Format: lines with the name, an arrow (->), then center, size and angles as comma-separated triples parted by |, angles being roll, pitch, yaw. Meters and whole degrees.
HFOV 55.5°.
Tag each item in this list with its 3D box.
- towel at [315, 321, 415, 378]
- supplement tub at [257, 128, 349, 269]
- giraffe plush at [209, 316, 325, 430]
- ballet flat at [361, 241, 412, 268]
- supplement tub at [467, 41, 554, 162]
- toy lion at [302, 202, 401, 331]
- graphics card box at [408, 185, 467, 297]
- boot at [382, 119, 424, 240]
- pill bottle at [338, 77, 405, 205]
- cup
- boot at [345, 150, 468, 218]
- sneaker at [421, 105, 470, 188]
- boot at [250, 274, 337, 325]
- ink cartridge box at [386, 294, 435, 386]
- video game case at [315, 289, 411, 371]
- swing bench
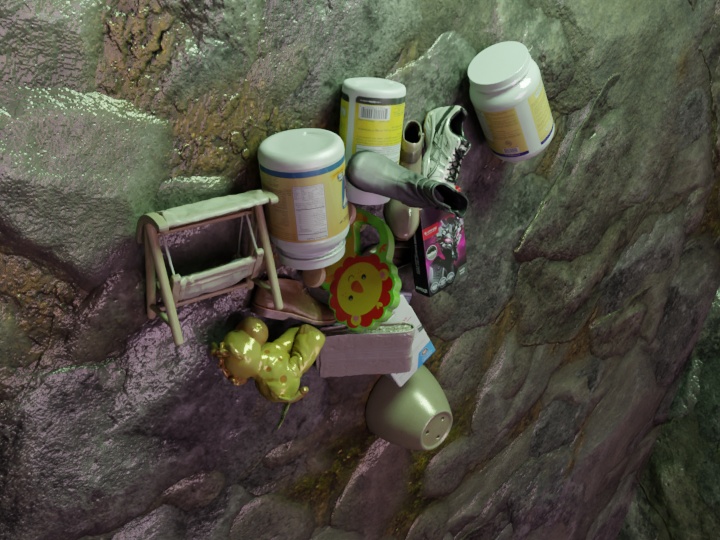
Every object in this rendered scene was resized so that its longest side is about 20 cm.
towel -> 0.006, 0.155, 1.331 | 0.195, 0.035, 0.134 | -2, 135, -2
supplement tub -> -0.091, -0.120, 1.147 | 0.143, 0.144, 0.204 | -24, 126, -30
giraffe plush -> -0.180, 0.154, 1.211 | 0.161, 0.202, 0.172 | 34, 131, -20
ballet flat -> 0.066, -0.024, 1.406 | 0.197, 0.046, 0.069 | -18, 124, -35
supplement tub -> 0.303, -0.338, 1.381 | 0.146, 0.145, 0.201 | -46, 134, -12
toy lion -> 0.000, 0.000, 1.252 | 0.068, 0.190, 0.203 | 19, 99, -60
graphics card box -> 0.157, -0.062, 1.405 | 0.124, 0.050, 0.204 | -28, 123, -33
boot -> 0.084, -0.175, 1.265 | 0.069, 0.202, 0.148 | 4, 134, -5
pill bottle -> 0.016, -0.227, 1.208 | 0.113, 0.114, 0.204 | -14, 121, -35
cup -> 0.130, 0.331, 1.582 | 0.198, 0.142, 0.204 | -19, 123, -32
boot -> 0.082, -0.144, 1.129 | 0.197, 0.131, 0.071 | 12, 96, -39
sneaker -> 0.168, -0.220, 1.311 | 0.075, 0.087, 0.205 | 6, 80, -47
boot -> -0.107, 0.056, 1.279 | 0.197, 0.073, 0.077 | 12, 94, -38
ink cartridge box -> 0.066, 0.134, 1.421 | 0.116, 0.068, 0.201 | -43, 133, -13
video game case -> 0.009, 0.126, 1.442 | 0.197, 0.023, 0.186 | 4, 109, -43
swing bench -> -0.238, -0.022, 1.086 | 0.196, 0.129, 0.204 | -17, 117, -34
